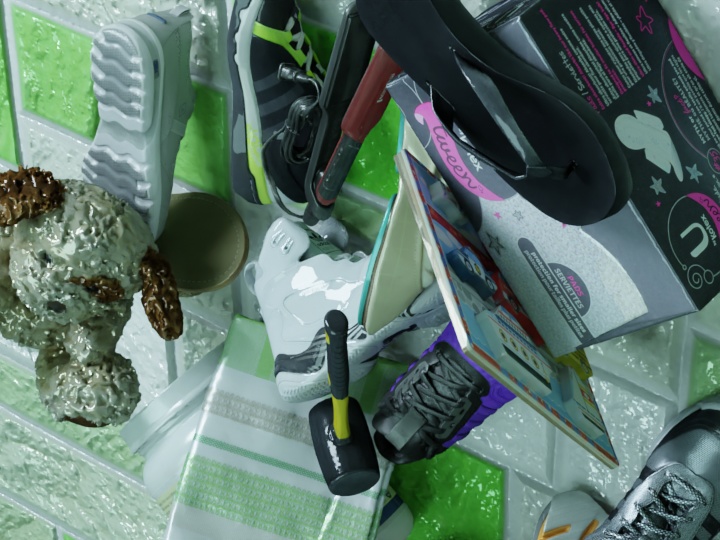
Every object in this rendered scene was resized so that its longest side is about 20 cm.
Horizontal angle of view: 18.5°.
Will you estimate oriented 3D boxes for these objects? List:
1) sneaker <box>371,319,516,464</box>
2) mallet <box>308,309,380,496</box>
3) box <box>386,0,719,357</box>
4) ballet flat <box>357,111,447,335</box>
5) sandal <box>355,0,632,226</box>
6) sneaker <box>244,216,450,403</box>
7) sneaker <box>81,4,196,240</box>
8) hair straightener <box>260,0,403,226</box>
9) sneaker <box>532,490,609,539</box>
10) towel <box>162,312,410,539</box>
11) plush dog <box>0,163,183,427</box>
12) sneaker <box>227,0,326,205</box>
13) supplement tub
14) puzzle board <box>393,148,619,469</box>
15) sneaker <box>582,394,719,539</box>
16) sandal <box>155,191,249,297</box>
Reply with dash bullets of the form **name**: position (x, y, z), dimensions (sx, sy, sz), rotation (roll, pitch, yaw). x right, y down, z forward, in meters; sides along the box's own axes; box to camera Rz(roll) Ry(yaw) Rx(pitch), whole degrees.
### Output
- **sneaker**: position (0.060, 0.083, 1.489), dimensions (0.070, 0.099, 0.200), rotation (48, 153, 9)
- **mallet**: position (-0.011, 0.092, 1.472), dimensions (0.200, 0.041, 0.066), rotation (91, 164, -66)
- **box**: position (0.133, -0.068, 1.317), dimensions (0.132, 0.115, 0.200), rotation (-23, 101, 49)
- **ballet flat**: position (0.046, -0.050, 1.418), dimensions (0.069, 0.069, 0.201), rotation (19, 105, 33)
- **sandal**: position (0.066, -0.093, 1.238), dimensions (0.200, 0.043, 0.076), rotation (43, 140, 14)
- **sneaker**: position (0.000, 0.000, 1.521), dimensions (0.200, 0.075, 0.115), rotation (-36, 72, 31)
- **sneaker**: position (-0.146, -0.099, 1.586), dimensions (0.075, 0.082, 0.201), rotation (36, 138, 24)
- **hair straightener**: position (-0.021, -0.106, 1.444), dimensions (0.077, 0.041, 0.200), rotation (48, 143, 22)
- **sneaker**: position (0.153, 0.249, 1.573), dimensions (0.077, 0.078, 0.201), rotation (-133, 34, -71)
- **towel**: position (-0.051, 0.145, 1.577), dimensions (0.149, 0.201, 0.031), rotation (17, 173, -3)
- **plush dog**: position (-0.211, -0.002, 1.594), dimensions (0.200, 0.161, 0.172), rotation (31, 143, -18)
- **sneaker**: position (-0.042, -0.128, 1.497), dimensions (0.082, 0.072, 0.201), rotation (8, 128, 9)
- **supplement tub**: position (-0.072, 0.160, 1.663), dimensions (0.200, 0.145, 0.145), rotation (50, 141, 2)
- **puzzle board**: position (0.095, 0.024, 1.351), dimensions (0.017, 0.200, 0.151), rotation (-31, 52, 17)
- **sneaker**: position (0.187, 0.172, 1.430), dimensions (0.075, 0.114, 0.200), rotation (39, 127, 13)
- **sandal**: position (-0.136, -0.014, 1.674), dimensions (0.211, 0.078, 0.070), rotation (15, 160, 45)
